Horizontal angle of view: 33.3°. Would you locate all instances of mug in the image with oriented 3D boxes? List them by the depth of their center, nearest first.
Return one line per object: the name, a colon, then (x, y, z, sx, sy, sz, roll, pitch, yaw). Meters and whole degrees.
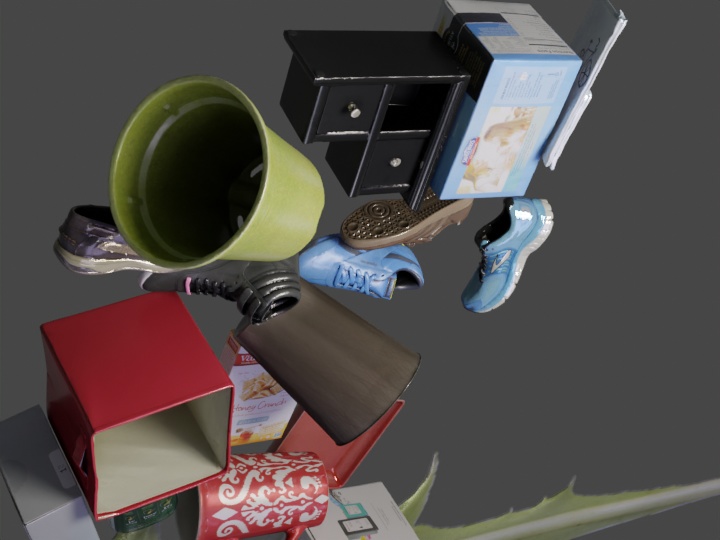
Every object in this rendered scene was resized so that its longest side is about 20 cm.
mug: (-0.157, 0.343, 1.727, 0.198, 0.133, 0.179, -2, 96, -26)

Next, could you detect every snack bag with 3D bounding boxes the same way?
snack bag: (0.267, -0.239, 1.477, 0.021, 0.189, 0.201, 23, 112, -6)

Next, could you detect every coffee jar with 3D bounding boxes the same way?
coffee jar: (-0.304, 0.259, 1.600, 0.104, 0.086, 0.201, -19, 141, -19)

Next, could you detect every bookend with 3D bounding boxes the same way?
bookend: (-0.005, -0.166, 1.375, 0.199, 0.092, 0.200, -5, 135, -29)

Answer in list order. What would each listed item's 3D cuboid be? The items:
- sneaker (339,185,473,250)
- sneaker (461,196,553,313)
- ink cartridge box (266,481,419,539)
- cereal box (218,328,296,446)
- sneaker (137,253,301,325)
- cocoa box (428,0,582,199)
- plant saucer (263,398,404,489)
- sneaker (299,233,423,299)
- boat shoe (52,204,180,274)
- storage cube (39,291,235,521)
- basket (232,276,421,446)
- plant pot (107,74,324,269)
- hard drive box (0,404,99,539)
sneaker: (0.065, -0.056, 1.582, 0.199, 0.071, 0.076, -21, 142, -21)
sneaker: (0.192, -0.029, 1.737, 0.089, 0.079, 0.201, 15, 118, -26)
ink cartridge box: (-0.035, 0.463, 1.997, 0.199, 0.146, 0.147, -1, 131, -38)
cereal box: (-0.143, 0.161, 1.669, 0.143, 0.040, 0.201, -4, 133, -37)
sneaker: (-0.160, 0.019, 1.428, 0.198, 0.100, 0.071, -12, 155, -12)
cocoa box: (0.148, -0.202, 1.434, 0.132, 0.132, 0.201, -5, 133, -29)
plant saucer: (-0.056, 0.256, 1.849, 0.199, 0.037, 0.201, 9, 124, -45)
sneaker: (0.000, 0.000, 1.584, 0.199, 0.079, 0.066, -1, 133, -37)
boat shoe: (-0.241, -0.043, 1.336, 0.199, 0.074, 0.074, -9, 130, -42)
storage cube: (-0.268, 0.156, 1.441, 0.199, 0.180, 0.172, -18, 140, -26)
basket: (-0.051, 0.103, 1.533, 0.180, 0.200, 0.136, -40, -166, 42)
plant pot: (-0.136, -0.088, 1.299, 0.201, 0.201, 0.184, -47, 154, 14)
hard drive box: (-0.390, 0.295, 1.510, 0.076, 0.156, 0.201, -24, 143, -17)
